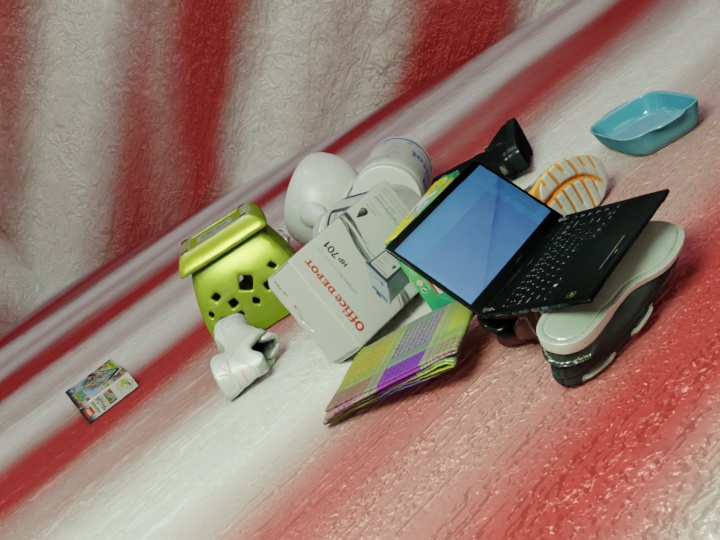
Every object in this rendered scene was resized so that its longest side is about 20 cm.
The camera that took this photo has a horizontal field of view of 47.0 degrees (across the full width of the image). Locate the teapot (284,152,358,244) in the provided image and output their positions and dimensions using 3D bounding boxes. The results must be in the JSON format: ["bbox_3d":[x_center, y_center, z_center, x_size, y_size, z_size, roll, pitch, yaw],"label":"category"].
[{"bbox_3d":[-0.046,-0.129,1.610,0.145,0.198,0.201,15,69,18],"label":"teapot"}]

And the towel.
[{"bbox_3d":[0.048,0.097,0.927,0.199,0.023,0.144,-31,13,32],"label":"towel"}]

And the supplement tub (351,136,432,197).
[{"bbox_3d":[0.061,-0.160,1.520,0.131,0.132,0.200,-26,18,19],"label":"supplement tub"}]

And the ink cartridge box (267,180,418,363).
[{"bbox_3d":[0.000,0.000,1.101,0.200,0.147,0.086,-42,4,-34],"label":"ink cartridge box"}]

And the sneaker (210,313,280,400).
[{"bbox_3d":[-0.165,0.117,1.242,0.099,0.078,0.200,-24,25,3],"label":"sneaker"}]

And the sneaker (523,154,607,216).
[{"bbox_3d":[0.235,-0.086,1.082,0.199,0.079,0.077,-33,7,-10],"label":"sneaker"}]

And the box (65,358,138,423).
[{"bbox_3d":[-0.494,0.226,1.576,0.110,0.035,0.200,-38,17,-21],"label":"box"}]

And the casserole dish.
[{"bbox_3d":[0.409,-0.209,1.190,0.121,0.039,0.200,-31,17,3],"label":"casserole dish"}]

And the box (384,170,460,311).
[{"bbox_3d":[0.119,-0.047,1.098,0.048,0.118,0.200,-27,16,38],"label":"box"}]

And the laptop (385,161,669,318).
[{"bbox_3d":[0.160,-0.047,0.803,0.177,0.104,0.199,-45,18,-33],"label":"laptop"}]

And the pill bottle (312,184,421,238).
[{"bbox_3d":[0.010,-0.068,1.362,0.119,0.120,0.199,-41,18,-29],"label":"pill bottle"}]

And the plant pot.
[{"bbox_3d":[-0.209,-0.001,1.460,0.199,0.182,0.199,-33,16,-1],"label":"plant pot"}]

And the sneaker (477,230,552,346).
[{"bbox_3d":[0.173,0.015,0.895,0.115,0.076,0.200,-31,16,12],"label":"sneaker"}]

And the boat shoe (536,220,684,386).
[{"bbox_3d":[0.234,0.026,0.767,0.200,0.061,0.075,-37,36,-23],"label":"boat shoe"}]

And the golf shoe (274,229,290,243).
[{"bbox_3d":[-0.195,-0.058,1.800,0.092,0.073,0.200,-31,15,-5],"label":"golf shoe"}]

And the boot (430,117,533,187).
[{"bbox_3d":[0.210,-0.180,1.422,0.162,0.074,0.199,-29,16,23],"label":"boot"}]
